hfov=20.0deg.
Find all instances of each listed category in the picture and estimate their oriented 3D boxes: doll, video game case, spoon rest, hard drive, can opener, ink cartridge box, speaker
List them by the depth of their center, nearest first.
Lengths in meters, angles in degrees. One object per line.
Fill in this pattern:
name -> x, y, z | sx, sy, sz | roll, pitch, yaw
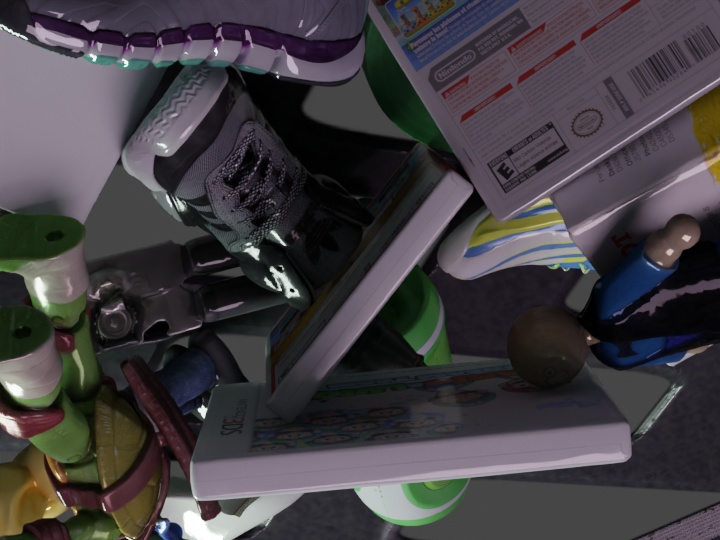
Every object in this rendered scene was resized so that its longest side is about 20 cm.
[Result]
hard drive -> -0.142, -0.126, 0.941 | 0.132, 0.025, 0.200 | 22, 104, -34
video game case -> 0.072, -0.144, 0.959 | 0.143, 0.200, 0.018 | -33, 175, 16
doll -> 0.165, 0.010, 0.969 | 0.199, 0.049, 0.137 | -16, 152, 10
video game case -> 0.022, 0.073, 0.999 | 0.199, 0.182, 0.024 | -5, 97, 0
ink cartridge box -> 0.194, -0.081, 1.031 | 0.200, 0.146, 0.147 | -29, 141, 12
video game case -> 0.000, 0.000, 1.051 | 0.017, 0.200, 0.143 | 37, 94, -7
can opener -> -0.083, 0.005, 1.178 | 0.199, 0.054, 0.067 | -14, 175, -9
speaker -> 0.021, 0.076, 1.260 | 0.088, 0.089, 0.200 | -18, 141, -3
spoon rest -> -0.098, 0.145, 1.314 | 0.200, 0.061, 0.099 | -34, 139, 15

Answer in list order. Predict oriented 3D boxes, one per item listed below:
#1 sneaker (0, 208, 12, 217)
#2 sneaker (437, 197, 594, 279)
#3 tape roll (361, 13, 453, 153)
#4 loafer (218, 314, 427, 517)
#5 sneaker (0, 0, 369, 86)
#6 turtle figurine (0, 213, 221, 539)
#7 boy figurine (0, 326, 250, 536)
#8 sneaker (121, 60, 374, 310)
sneaker -> -0.222, 0.005, 1.075 | 0.199, 0.084, 0.121 | -20, 137, 12
sneaker -> 0.149, -0.020, 1.181 | 0.200, 0.105, 0.076 | -27, 179, 7
tape roll -> 0.092, -0.146, 1.065 | 0.200, 0.048, 0.201 | -12, 140, -10
loafer -> -0.028, 0.095, 1.170 | 0.072, 0.073, 0.200 | 36, 139, -5
sneaker -> -0.078, -0.138, 0.911 | 0.199, 0.074, 0.088 | 1, 115, -39
turtle figurine -> -0.176, 0.074, 0.997 | 0.144, 0.200, 0.194 | -41, 143, -32
boy figurine -> -0.152, 0.105, 1.160 | 0.200, 0.065, 0.124 | -37, -177, -37
sneaker -> -0.050, -0.043, 1.019 | 0.076, 0.114, 0.200 | -53, 176, -6
